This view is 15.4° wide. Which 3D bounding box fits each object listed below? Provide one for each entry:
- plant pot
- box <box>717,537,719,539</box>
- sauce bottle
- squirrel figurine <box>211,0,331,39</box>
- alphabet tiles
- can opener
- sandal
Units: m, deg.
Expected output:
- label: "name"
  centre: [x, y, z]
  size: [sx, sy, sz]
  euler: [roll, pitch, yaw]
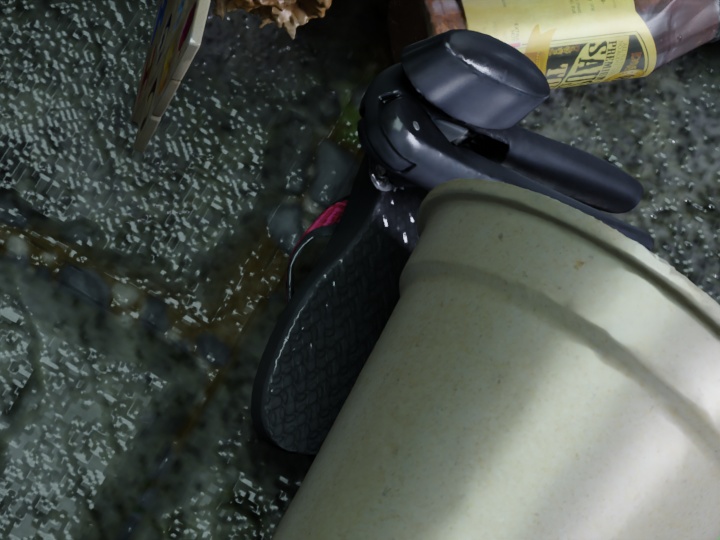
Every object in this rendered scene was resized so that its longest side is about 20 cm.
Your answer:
- label: "plant pot"
  centre: [0.058, 0.096, 1.100]
  size: [0.200, 0.201, 0.184]
  euler: [36, 72, 2]
- label: "box"
  centre: [0.225, 0.163, 1.194]
  size: [0.200, 0.036, 0.145]
  euler: [35, 61, 0]
- label: "sauce bottle"
  centre: [0.114, -0.122, 1.278]
  size: [0.199, 0.066, 0.066]
  euler: [-9, 68, -18]
- label: "squirrel figurine"
  centre: [0.006, -0.197, 1.211]
  size: [0.200, 0.142, 0.186]
  euler: [-32, 33, -20]
- label: "alphabet tiles"
  centre: [-0.068, -0.160, 1.184]
  size: [0.006, 0.166, 0.201]
  euler: [17, 62, -12]
- label: "can opener"
  centre: [0.070, -0.043, 1.193]
  size: [0.200, 0.078, 0.064]
  euler: [30, 55, -46]
- label: "sandal"
  centre: [0.000, 0.000, 1.194]
  size: [0.075, 0.045, 0.201]
  euler: [47, 55, -35]
